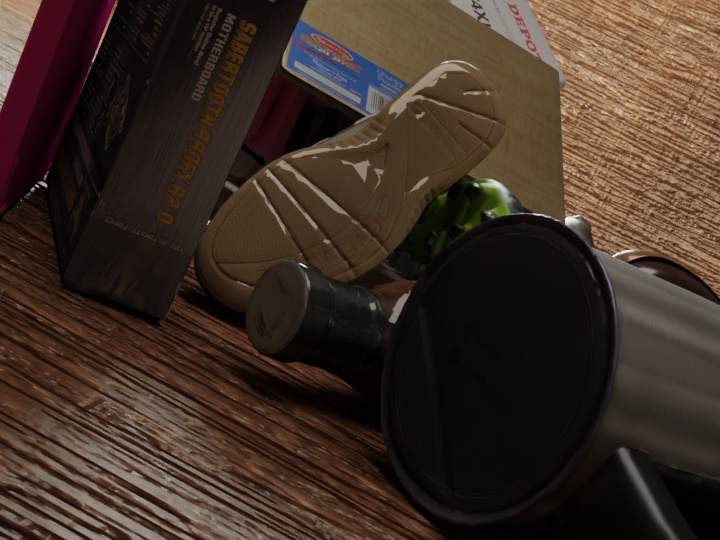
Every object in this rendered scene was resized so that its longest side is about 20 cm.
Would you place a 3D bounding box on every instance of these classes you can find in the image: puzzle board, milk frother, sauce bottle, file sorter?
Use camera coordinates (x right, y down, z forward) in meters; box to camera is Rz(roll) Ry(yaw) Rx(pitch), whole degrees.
[{"bbox_3d":[0.041,-0.117,0.806,0.200,0.017,0.151,27,43,-21],"label":"puzzle board"},{"bbox_3d":[0.149,0.037,0.501,0.188,0.200,0.180,20,14,-37],"label":"milk frother"},{"bbox_3d":[0.037,0.042,0.598,0.200,0.066,0.066,18,11,-37],"label":"sauce bottle"},{"bbox_3d":[-0.196,-0.124,0.643,0.125,0.139,0.200,22,9,-9],"label":"file sorter"}]

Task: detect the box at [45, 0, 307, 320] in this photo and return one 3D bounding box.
[{"bbox_3d":[-0.093,-0.083,0.626,0.048,0.159,0.200,21,9,-20],"label":"box"}]

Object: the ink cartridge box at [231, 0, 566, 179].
[{"bbox_3d":[0.007,-0.151,0.932,0.200,0.146,0.147,0,58,-38],"label":"ink cartridge box"}]

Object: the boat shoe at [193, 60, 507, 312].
[{"bbox_3d":[-0.006,-0.037,0.684,0.072,0.200,0.065,49,-29,1],"label":"boat shoe"}]

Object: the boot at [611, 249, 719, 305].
[{"bbox_3d":[0.208,0.084,0.682,0.200,0.072,0.166,49,1,-29],"label":"boot"}]

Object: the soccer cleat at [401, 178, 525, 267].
[{"bbox_3d":[0.072,-0.011,0.728,0.081,0.068,0.200,27,5,-11],"label":"soccer cleat"}]

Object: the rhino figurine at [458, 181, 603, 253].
[{"bbox_3d":[0.124,-0.010,0.870,0.200,0.060,0.087,22,14,9],"label":"rhino figurine"}]

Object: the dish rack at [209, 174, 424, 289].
[{"bbox_3d":[0.000,0.000,0.809,0.172,0.044,0.200,28,8,15],"label":"dish rack"}]

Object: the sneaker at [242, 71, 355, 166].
[{"bbox_3d":[-0.064,-0.102,0.796,0.200,0.079,0.095,29,6,-27],"label":"sneaker"}]
